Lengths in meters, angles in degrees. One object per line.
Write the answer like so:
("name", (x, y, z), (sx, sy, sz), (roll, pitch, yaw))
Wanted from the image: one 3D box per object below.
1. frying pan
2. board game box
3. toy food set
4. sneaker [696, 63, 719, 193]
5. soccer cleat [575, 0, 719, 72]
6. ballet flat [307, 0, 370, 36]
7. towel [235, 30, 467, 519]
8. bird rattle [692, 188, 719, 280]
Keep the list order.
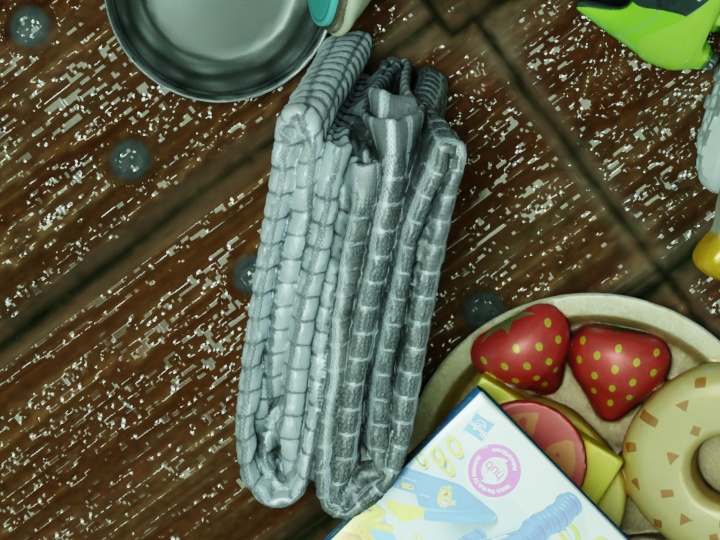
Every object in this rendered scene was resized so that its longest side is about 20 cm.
("frying pan", (-0.038, -0.161, 1.438), (0.190, 0.031, 0.115), (-35, 101, -1))
("board game box", (0.057, 0.194, 1.410), (0.196, 0.056, 0.200), (-45, 88, 1))
("toy food set", (0.117, 0.111, 1.464), (0.200, 0.049, 0.198), (30, 103, 0))
("sneaker", (0.224, -0.119, 1.397), (0.080, 0.076, 0.201), (25, 104, -8))
("soccer cleat", (0.162, -0.176, 1.362), (0.081, 0.068, 0.200), (25, 130, -1))
("ballet flat", (0.004, -0.212, 1.399), (0.069, 0.069, 0.201), (-4, 89, 8))
("towel", (0.000, 0.000, 1.394), (0.085, 0.166, 0.201), (10, 106, 3))
("bird rattle", (0.249, -0.018, 1.377), (0.163, 0.113, 0.200), (30, 107, -15))
